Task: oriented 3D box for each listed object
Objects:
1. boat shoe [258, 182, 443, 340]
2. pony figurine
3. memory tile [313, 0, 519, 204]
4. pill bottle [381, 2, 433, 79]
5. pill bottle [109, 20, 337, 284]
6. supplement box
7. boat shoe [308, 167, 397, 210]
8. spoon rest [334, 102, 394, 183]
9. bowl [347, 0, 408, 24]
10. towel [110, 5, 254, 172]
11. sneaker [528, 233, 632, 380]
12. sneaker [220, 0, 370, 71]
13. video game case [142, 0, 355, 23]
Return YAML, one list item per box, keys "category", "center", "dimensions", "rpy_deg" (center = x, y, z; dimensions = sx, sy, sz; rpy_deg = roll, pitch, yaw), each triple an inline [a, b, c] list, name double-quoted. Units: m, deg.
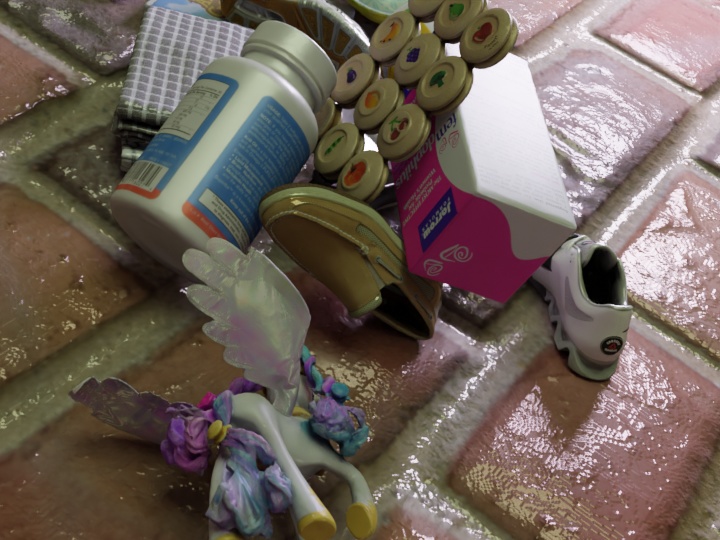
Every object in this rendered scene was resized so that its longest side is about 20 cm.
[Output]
- category: "boat shoe"
  center: [0.000, 0.000, 0.891]
  dimensions: [0.199, 0.071, 0.077]
  rpy_deg: [27, 50, -38]
- category: "pony figurine"
  center: [-0.071, 0.103, 0.738]
  dimensions: [0.192, 0.166, 0.201]
  rpy_deg: [36, 22, -37]
- category: "memory tile"
  center: [0.030, -0.155, 0.926]
  dimensions: [0.017, 0.200, 0.154]
  rpy_deg: [34, 13, -39]
- category: "pill bottle"
  center: [0.100, -0.186, 1.169]
  dimensions: [0.109, 0.112, 0.201]
  rpy_deg: [-4, 45, -29]
- category: "pill bottle"
  center: [-0.102, -0.098, 0.903]
  dimensions: [0.111, 0.113, 0.201]
  rpy_deg: [30, 70, 11]
- category: "supplement box"
  center: [0.092, -0.090, 0.930]
  dimensions: [0.102, 0.101, 0.202]
  rpy_deg: [16, 44, -27]
- category: "boat shoe"
  center: [0.009, -0.093, 1.059]
  dimensions: [0.066, 0.058, 0.200]
  rpy_deg: [33, 40, 15]
- category: "spoon rest"
  center: [0.050, -0.086, 1.012]
  dimensions: [0.200, 0.060, 0.099]
  rpy_deg: [49, 38, -4]
- category: "bowl"
  center: [0.062, -0.367, 1.348]
  dimensions: [0.196, 0.108, 0.204]
  rpy_deg: [-2, 73, 6]
- category: "towel"
  center: [-0.140, -0.164, 1.051]
  dimensions: [0.163, 0.086, 0.202]
  rpy_deg: [12, 39, -11]
- category: "sneaker"
  center: [0.200, -0.004, 1.022]
  dimensions: [0.073, 0.089, 0.201]
  rpy_deg: [2, 41, -21]
- category: "sneaker"
  center: [-0.050, -0.269, 1.189]
  dimensions: [0.199, 0.076, 0.088]
  rpy_deg: [34, 39, 15]
- category: "video game case"
  center: [-0.119, -0.288, 1.258]
  dimensions: [0.180, 0.022, 0.201]
  rpy_deg: [26, 38, 5]
